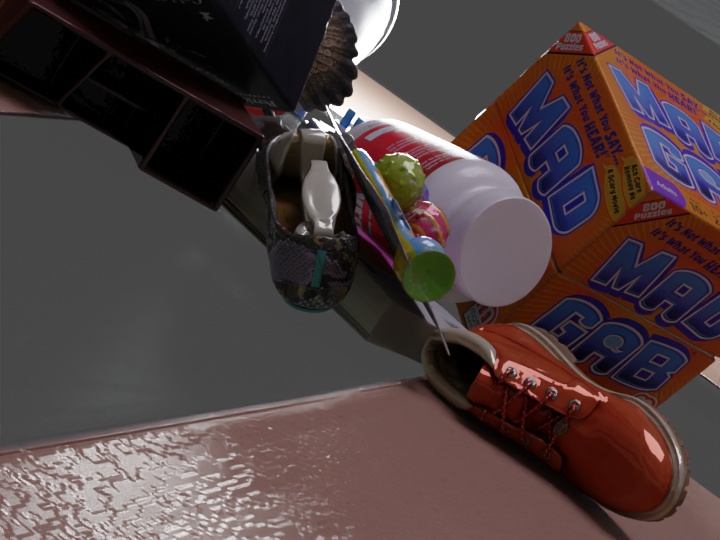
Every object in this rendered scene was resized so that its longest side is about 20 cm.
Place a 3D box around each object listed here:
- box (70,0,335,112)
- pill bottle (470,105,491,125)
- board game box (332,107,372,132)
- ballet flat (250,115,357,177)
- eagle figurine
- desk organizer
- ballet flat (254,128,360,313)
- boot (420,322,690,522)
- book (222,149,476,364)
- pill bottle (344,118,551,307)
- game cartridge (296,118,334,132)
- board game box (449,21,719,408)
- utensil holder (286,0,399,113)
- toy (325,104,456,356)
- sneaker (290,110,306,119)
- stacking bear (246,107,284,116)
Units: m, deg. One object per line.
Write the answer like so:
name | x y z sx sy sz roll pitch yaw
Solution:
box | -0.148 -0.225 1.414 0.199 0.125 0.197 10 -20 25
pill bottle | 0.145 -0.096 1.803 0.111 0.111 0.200 33 11 -1
board game box | 0.085 -0.076 1.910 0.199 0.026 0.200 29 11 -32
ballet flat | -0.064 -0.090 1.542 0.067 0.047 0.199 -26 24 -29
eagle figurine | -0.101 -0.217 1.690 0.199 0.152 0.151 33 -13 16
desk organizer | -0.170 -0.125 1.362 0.199 0.072 0.077 29 13 -27
ballet flat | -0.032 -0.055 1.309 0.072 0.072 0.201 29 27 -25
boot | 0.123 0.098 1.268 0.107 0.075 0.200 12 19 -46
book | 0.000 0.000 1.394 0.133 0.048 0.200 27 12 -47
pill bottle | 0.058 -0.042 1.503 0.112 0.113 0.200 27 2 -35
game cartridge | 0.032 -0.076 1.911 0.199 0.042 0.133 30 14 -21
board game box | 0.200 -0.034 1.586 0.199 0.200 0.201 26 34 -36
utensil holder | -0.065 -0.263 1.991 0.169 0.170 0.200 34 28 0
toy | 0.032 -0.038 1.316 0.200 0.047 0.116 -110 176 -63
sneaker | -0.075 -0.224 2.157 0.070 0.078 0.200 31 9 -13
stacking bear | -0.159 -0.234 1.850 0.199 0.122 0.113 29 28 36
